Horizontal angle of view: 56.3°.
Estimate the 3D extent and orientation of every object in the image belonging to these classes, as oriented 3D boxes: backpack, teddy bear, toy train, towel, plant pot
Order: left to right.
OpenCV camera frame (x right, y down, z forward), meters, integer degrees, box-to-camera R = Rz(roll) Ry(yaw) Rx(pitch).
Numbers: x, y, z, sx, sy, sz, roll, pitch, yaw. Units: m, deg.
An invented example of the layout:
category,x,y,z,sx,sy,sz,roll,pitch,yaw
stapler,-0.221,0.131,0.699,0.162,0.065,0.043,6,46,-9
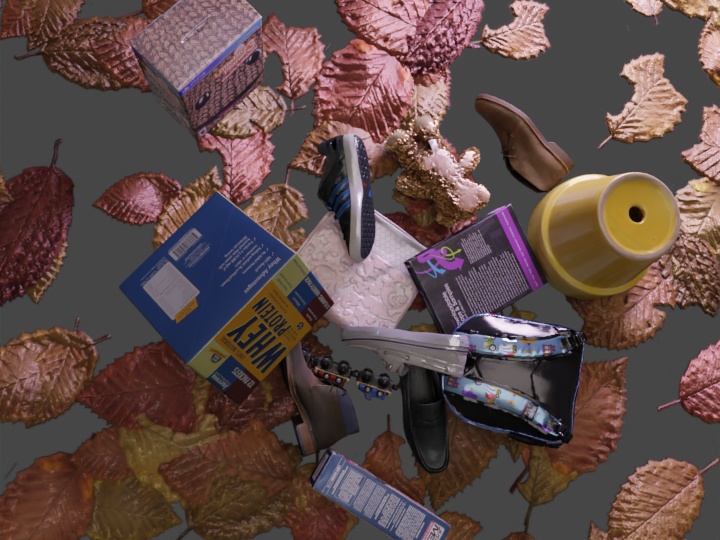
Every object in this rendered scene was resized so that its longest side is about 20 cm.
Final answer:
category,x,y,z,sx,sy,sz,roll,pitch,yaw
toy train,-0.039,0.160,1.039,0.198,0.034,0.046,18,95,-1
towel,0.000,0.000,1.070,0.199,0.032,0.192,35,80,0
teddy bear,0.124,-0.163,1.099,0.200,0.067,0.145,39,70,7
backpack,0.220,0.161,1.018,0.198,0.135,0.184,11,80,3
plant pot,0.386,-0.064,1.045,0.199,0.189,0.203,1,80,-7

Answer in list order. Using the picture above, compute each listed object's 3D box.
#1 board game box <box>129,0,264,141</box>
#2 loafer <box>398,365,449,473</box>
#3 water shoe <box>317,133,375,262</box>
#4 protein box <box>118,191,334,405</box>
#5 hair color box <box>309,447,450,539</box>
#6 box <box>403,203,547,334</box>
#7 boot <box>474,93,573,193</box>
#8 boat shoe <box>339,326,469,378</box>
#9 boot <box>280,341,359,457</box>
category,x,y,z,sx,sy,sz,roll,pitch,yaw
board game box,-0.232,-0.311,1.004,0.097,0.200,0.159,44,80,1
loafer,0.097,0.210,1.029,0.068,0.070,0.202,-10,83,-7
water shoe,-0.025,-0.109,1.048,0.078,0.071,0.202,-7,81,21
protein box,-0.187,0.035,0.945,0.199,0.135,0.200,-46,53,-10
hair color box,0.025,0.340,0.987,0.199,0.100,0.061,33,78,-1
box,0.185,0.002,1.072,0.199,0.036,0.144,-28,96,-15
boot,0.256,-0.210,1.115,0.200,0.074,0.076,42,89,-1
boat shoe,0.057,0.120,0.979,0.199,0.073,0.067,2,82,27
boot,-0.064,0.172,1.007,0.096,0.075,0.202,-13,105,-14
